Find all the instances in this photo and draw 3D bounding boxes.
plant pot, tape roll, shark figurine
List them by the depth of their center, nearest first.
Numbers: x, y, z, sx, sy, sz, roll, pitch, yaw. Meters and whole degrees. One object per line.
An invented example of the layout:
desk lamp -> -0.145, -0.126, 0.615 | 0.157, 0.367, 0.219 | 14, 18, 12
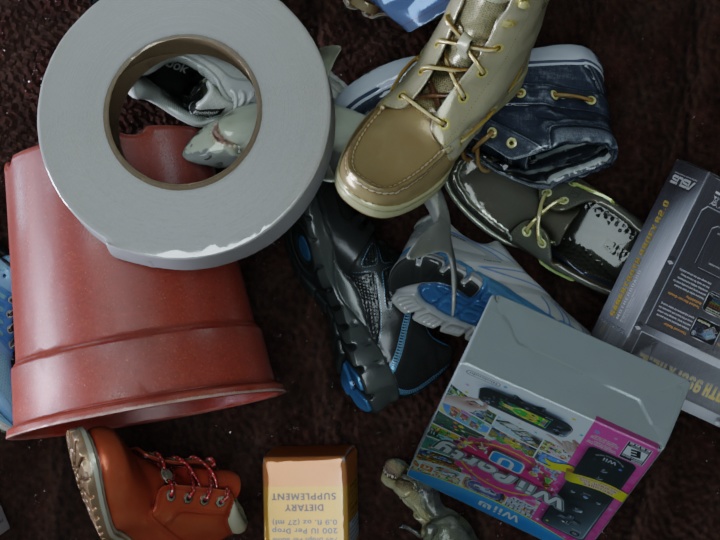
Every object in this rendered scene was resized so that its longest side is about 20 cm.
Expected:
tape roll -> -0.116, -0.101, 1.359 | 0.201, 0.037, 0.204 | -1, 77, 4
shark figurine -> -0.001, -0.067, 1.416 | 0.214, 0.090, 0.128 | 28, 62, 15
plant pot -> -0.167, 0.008, 1.447 | 0.200, 0.201, 0.196 | -10, 83, 4

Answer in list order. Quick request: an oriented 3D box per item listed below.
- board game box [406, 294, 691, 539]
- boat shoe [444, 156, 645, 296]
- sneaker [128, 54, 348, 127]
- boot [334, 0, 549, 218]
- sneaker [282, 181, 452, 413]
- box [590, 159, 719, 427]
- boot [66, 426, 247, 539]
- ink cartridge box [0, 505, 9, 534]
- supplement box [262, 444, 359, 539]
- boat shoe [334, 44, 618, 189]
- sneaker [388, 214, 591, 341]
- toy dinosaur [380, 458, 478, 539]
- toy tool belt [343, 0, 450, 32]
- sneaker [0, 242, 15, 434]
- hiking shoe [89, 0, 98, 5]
board game box -> 0.126, 0.112, 1.418 | 0.147, 0.200, 0.064 | 25, 62, 3
boat shoe -> 0.152, -0.033, 1.477 | 0.201, 0.060, 0.072 | 29, 94, 2
sneaker -> -0.090, -0.125, 1.456 | 0.199, 0.081, 0.075 | 15, 113, -23
boot -> 0.063, -0.137, 1.327 | 0.073, 0.156, 0.200 | 38, 55, 12
sneaker -> 0.000, 0.000, 1.496 | 0.082, 0.073, 0.201 | -21, 93, -17
box -> 0.275, 0.034, 1.439 | 0.199, 0.048, 0.159 | 23, 95, -23
boot -> -0.144, 0.154, 1.454 | 0.107, 0.200, 0.075 | -23, 59, -1
ink cartridge box -> -0.371, 0.134, 1.510 | 0.146, 0.086, 0.201 | -23, 92, 5
supplement box -> -0.034, 0.232, 1.501 | 0.066, 0.069, 0.201 | -2, 95, 6
boat shoe -> 0.082, -0.103, 1.446 | 0.199, 0.071, 0.091 | -10, 55, -1
sneaker -> 0.113, 0.025, 1.480 | 0.200, 0.087, 0.075 | 37, 128, -18
toy dinosaur -> 0.069, 0.234, 1.505 | 0.088, 0.047, 0.200 | -42, 93, -2
toy tool belt -> 0.041, -0.222, 1.446 | 0.125, 0.123, 0.201 | -31, 91, 5
sneaker -> -0.271, 0.028, 1.503 | 0.090, 0.078, 0.201 | -23, 91, 1
hiking shoe -> -0.162, -0.200, 1.484 | 0.199, 0.076, 0.101 | 0, 89, 3
